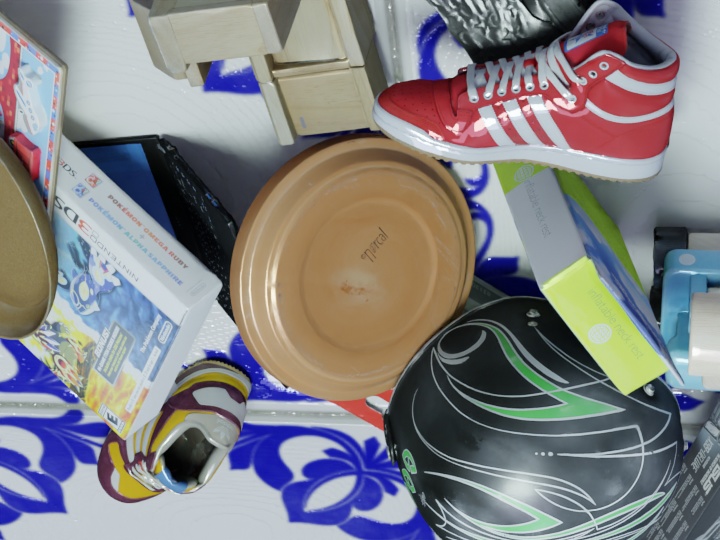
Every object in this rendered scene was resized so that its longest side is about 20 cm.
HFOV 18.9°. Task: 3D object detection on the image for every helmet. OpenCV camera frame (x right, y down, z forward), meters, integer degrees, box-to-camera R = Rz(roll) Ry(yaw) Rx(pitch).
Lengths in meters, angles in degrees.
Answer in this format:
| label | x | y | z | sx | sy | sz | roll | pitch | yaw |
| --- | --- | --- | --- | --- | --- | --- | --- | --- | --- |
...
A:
| label | x | y | z | sx | sy | sz | roll | pitch | yaw |
| --- | --- | --- | --- | --- | --- | --- | --- | --- | --- |
| helmet | 0.134 | 0.134 | 1.603 | 0.200 | 0.191 | 0.200 | -26 | 138 | -26 |

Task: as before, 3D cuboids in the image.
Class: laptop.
| label | x | y | z | sx | sy | sz | roll | pitch | yaw |
| --- | --- | --- | --- | --- | --- | --- | --- | --- | --- |
| laptop | -0.158 | -0.003 | 1.653 | 0.103 | 0.200 | 0.177 | -29 | 134 | -12 |

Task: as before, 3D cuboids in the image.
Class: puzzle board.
| label | x | y | z | sx | sy | sz | roll | pitch | yaw |
| --- | --- | --- | --- | --- | --- | --- | --- | --- | --- |
| puzzle board | -0.275 | -0.113 | 1.571 | 0.151 | 0.017 | 0.200 | 38 | 140 | 22 |

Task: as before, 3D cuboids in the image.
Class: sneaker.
| label | x | y | z | sx | sy | sz | roll | pitch | yaw |
| --- | --- | --- | --- | --- | --- | --- | --- | --- | --- |
| sneaker | 0.127 | -0.148 | 1.491 | 0.104 | 0.060 | 0.200 | -21 | 122 | 27 |
| sneaker | -0.168 | 0.157 | 1.824 | 0.075 | 0.090 | 0.200 | 29 | 132 | -18 |
| sneaker | 0.112 | -0.126 | 1.427 | 0.200 | 0.071 | 0.113 | 7 | 131 | -4 |

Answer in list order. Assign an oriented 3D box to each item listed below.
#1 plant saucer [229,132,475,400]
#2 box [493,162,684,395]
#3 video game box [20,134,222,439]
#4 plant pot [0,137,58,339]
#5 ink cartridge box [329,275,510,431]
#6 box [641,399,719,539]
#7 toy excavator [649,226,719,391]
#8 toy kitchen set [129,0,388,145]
| label | x | y | z | sx | sy | sz | roll | pitch | yaw |
| --- | --- | --- | --- | --- | --- | --- | --- | --- | --- |
| plant saucer | 0.000 | 0.000 | 1.584 | 0.200 | 0.200 | 0.032 | 48 | 167 | -32 |
| box | 0.158 | -0.004 | 1.523 | 0.048 | 0.200 | 0.122 | -33 | 123 | 13 |
| video game box | -0.207 | 0.012 | 1.650 | 0.182 | 0.047 | 0.200 | 44 | 142 | 11 |
| plant pot | -0.287 | -0.043 | 1.602 | 0.200 | 0.027 | 0.200 | 29 | 136 | 32 |
| ink cartridge box | 0.070 | 0.092 | 1.745 | 0.162 | 0.050 | 0.200 | 30 | 129 | -18 |
| box | 0.327 | 0.164 | 1.721 | 0.158 | 0.050 | 0.200 | -5 | 141 | -25 |
| toy excavator | 0.257 | 0.044 | 1.553 | 0.100 | 0.200 | 0.195 | 2 | 135 | 7 |
| toy kitchen set | -0.093 | -0.139 | 1.451 | 0.163 | 0.180 | 0.200 | -5 | 129 | 17 |
